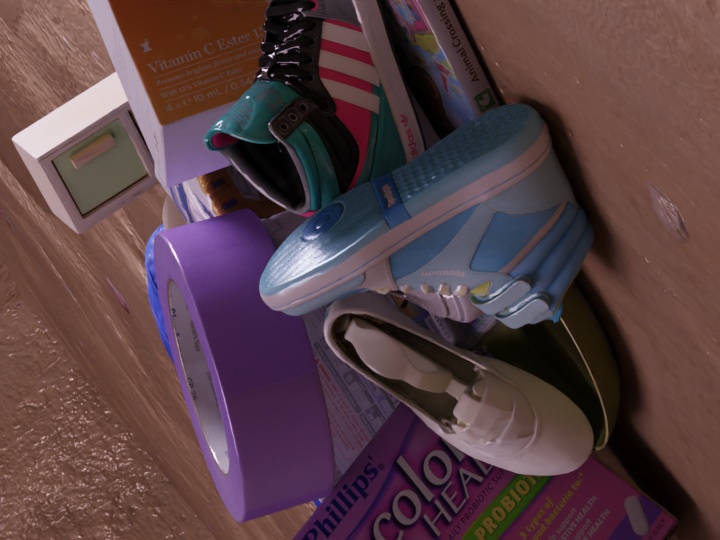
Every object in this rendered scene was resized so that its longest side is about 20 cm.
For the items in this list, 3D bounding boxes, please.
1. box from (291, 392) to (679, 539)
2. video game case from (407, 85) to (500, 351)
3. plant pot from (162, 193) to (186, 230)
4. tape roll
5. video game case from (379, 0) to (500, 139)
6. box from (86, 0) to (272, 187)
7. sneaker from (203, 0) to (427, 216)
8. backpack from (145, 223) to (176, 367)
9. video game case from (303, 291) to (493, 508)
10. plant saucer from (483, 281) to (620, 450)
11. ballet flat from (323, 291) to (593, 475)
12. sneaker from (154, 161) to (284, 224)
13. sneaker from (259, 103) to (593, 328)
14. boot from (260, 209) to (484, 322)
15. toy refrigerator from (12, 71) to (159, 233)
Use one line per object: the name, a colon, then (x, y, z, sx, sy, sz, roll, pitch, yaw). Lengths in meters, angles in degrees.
box: (0.085, 0.183, 1.598, 0.200, 0.176, 0.097, 38, 173, 12)
video game case: (0.037, -0.048, 1.548, 0.200, 0.024, 0.182, 60, 167, 8)
plant pot: (-0.067, -0.001, 1.845, 0.184, 0.200, 0.201, 59, 172, 40)
tape roll: (-0.079, 0.063, 1.556, 0.200, 0.066, 0.200, 164, 90, -77)
video game case: (0.020, -0.152, 1.486, 0.182, 0.022, 0.200, 62, 166, -23)
box: (-0.111, -0.178, 1.575, 0.098, 0.124, 0.200, 97, 151, -67)
sneaker: (-0.046, -0.118, 1.428, 0.084, 0.121, 0.200, -11, 103, 58)
backpack: (-0.096, 0.025, 2.050, 0.168, 0.162, 0.200, 93, 155, -54)
video game case: (0.006, 0.063, 1.701, 0.200, 0.181, 0.045, 58, 169, -7)
plant saucer: (0.115, 0.029, 1.562, 0.200, 0.031, 0.200, 53, 167, 17)
ballet flat: (0.057, 0.079, 1.537, 0.200, 0.069, 0.069, 30, 160, 14)
sneaker: (-0.128, -0.101, 1.661, 0.088, 0.075, 0.200, -32, 77, 57)
sneaker: (0.049, 0.001, 1.401, 0.131, 0.200, 0.080, 54, -164, -26)
boot: (0.000, 0.000, 1.520, 0.200, 0.095, 0.074, 38, 154, 59)
toy refrigerator: (-0.163, -0.118, 1.835, 0.070, 0.200, 0.076, 35, 155, 58)
